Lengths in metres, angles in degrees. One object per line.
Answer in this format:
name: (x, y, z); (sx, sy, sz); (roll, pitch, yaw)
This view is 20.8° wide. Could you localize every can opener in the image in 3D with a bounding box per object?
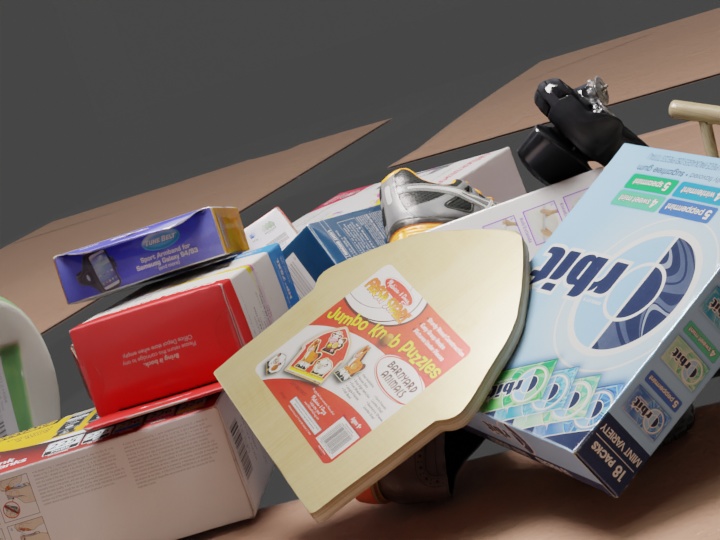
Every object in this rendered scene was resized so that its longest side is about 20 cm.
can opener: (0.185, -0.092, 1.465); (0.079, 0.064, 0.200); (-38, -31, 23)

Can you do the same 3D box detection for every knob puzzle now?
knob puzzle: (0.024, 0.049, 1.181); (0.219, 0.030, 0.220); (-23, 35, 18)

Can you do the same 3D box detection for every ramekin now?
ramekin: (-0.317, 0.110, 1.513); (0.097, 0.201, 0.200); (-6, 15, 25)

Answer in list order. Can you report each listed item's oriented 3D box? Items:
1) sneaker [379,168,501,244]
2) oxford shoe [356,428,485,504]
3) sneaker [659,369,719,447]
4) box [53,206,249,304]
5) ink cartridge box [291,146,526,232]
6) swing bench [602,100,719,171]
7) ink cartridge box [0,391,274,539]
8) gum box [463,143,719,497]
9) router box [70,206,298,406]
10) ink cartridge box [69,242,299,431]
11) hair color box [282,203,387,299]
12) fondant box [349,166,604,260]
sneaker: (0.088, -0.032, 1.533); (0.078, 0.077, 0.200); (-35, -28, 27)
oxford shoe: (0.062, 0.073, 1.246); (0.072, 0.071, 0.200); (5, 47, 27)
sneaker: (0.171, 0.046, 1.185); (0.076, 0.091, 0.200); (-13, 16, 36)
box: (-0.150, -0.012, 1.432); (0.119, 0.042, 0.200); (-18, 3, 3)
ink cartridge box: (0.042, -0.038, 1.826); (0.199, 0.086, 0.148); (-16, 9, 31)
swing bench: (0.302, -0.054, 1.388); (0.199, 0.130, 0.199); (-9, 13, 27)
ink cartridge box: (-0.167, 0.138, 1.373); (0.199, 0.084, 0.176); (-18, 8, 7)
gum box: (0.149, 0.021, 1.120); (0.200, 0.045, 0.170); (-51, 26, -10)
router box: (-0.137, 0.046, 1.611); (0.200, 0.049, 0.180); (-35, -11, -13)
ink cartridge box: (-0.120, 0.044, 1.346); (0.116, 0.068, 0.200); (-18, 6, 14)
hair color box: (0.000, 0.000, 1.553); (0.100, 0.061, 0.200); (-44, -14, 31)
fondant box: (0.098, 0.007, 1.456); (0.199, 0.058, 0.144); (-21, -22, -2)
